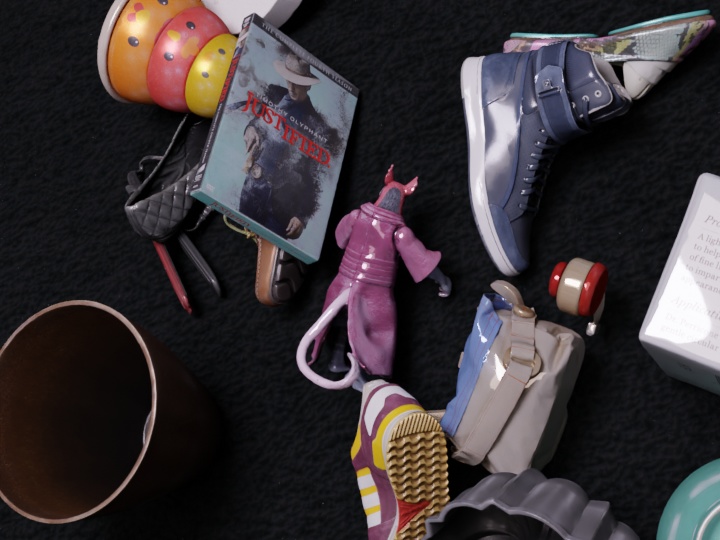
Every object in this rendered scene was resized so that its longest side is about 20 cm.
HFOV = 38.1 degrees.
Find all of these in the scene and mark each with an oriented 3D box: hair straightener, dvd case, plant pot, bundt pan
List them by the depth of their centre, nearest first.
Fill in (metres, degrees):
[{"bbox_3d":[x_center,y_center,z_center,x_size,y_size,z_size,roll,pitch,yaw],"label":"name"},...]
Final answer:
[{"bbox_3d":[0.147,0.240,0.821,0.200,0.204,0.076,22,41,26],"label":"bundt pan"},{"bbox_3d":[-0.215,0.142,0.974,0.184,0.200,0.190,-6,73,21],"label":"plant pot"},{"bbox_3d":[-0.077,-0.127,1.001,0.022,0.145,0.203,-18,50,46],"label":"dvd case"},{"bbox_3d":[-0.191,-0.050,1.114,0.076,0.041,0.201,-27,60,-8],"label":"hair straightener"}]

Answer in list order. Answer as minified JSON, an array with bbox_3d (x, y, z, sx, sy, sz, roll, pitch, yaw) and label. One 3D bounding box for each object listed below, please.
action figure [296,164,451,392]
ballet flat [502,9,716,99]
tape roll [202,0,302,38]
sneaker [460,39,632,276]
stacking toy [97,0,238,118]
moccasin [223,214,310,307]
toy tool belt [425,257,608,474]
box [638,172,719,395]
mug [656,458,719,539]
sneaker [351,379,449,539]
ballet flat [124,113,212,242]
[{"bbox_3d":[0.000,0.000,0.960,0.133,0.148,0.203,18,97,31],"label":"action figure"},{"bbox_3d":[0.226,-0.192,0.961,0.197,0.069,0.072,-1,93,26],"label":"ballet flat"},{"bbox_3d":[-0.124,-0.351,1.119,0.201,0.037,0.207,1,91,41],"label":"tape roll"},{"bbox_3d":[0.171,-0.102,0.927,0.144,0.077,0.206,-7,89,27],"label":"sneaker"},{"bbox_3d":[-0.155,-0.207,1.066,0.198,0.146,0.148,28,87,19],"label":"stacking toy"},{"bbox_3d":[-0.090,-0.062,1.047,0.077,0.074,0.205,-9,72,23],"label":"moccasin"},{"bbox_3d":[0.123,0.072,0.892,0.122,0.124,0.203,21,96,25],"label":"toy tool belt"},{"bbox_3d":[0.331,0.043,0.773,0.197,0.200,0.132,23,87,26],"label":"box"},{"bbox_3d":[0.304,0.231,0.780,0.150,0.114,0.188,-22,68,16],"label":"mug"},{"bbox_3d":[0.033,0.193,0.909,0.090,0.074,0.203,-137,44,-57],"label":"sneaker"},{"bbox_3d":[-0.182,-0.121,1.093,0.066,0.057,0.202,7,60,27],"label":"ballet flat"}]
